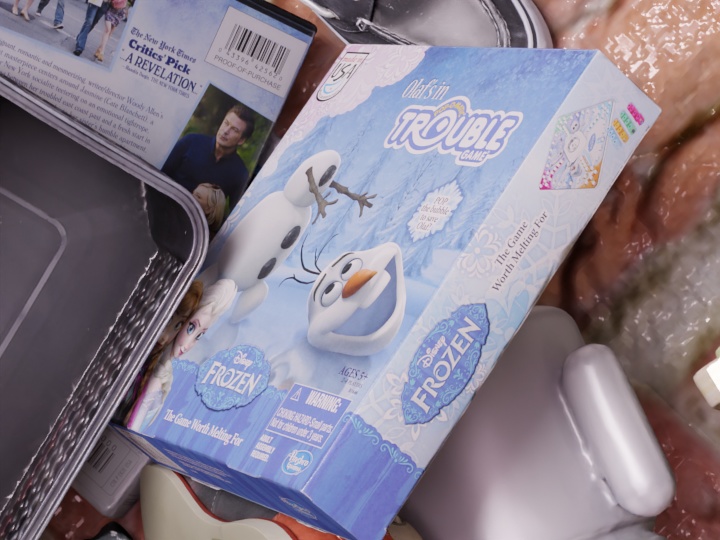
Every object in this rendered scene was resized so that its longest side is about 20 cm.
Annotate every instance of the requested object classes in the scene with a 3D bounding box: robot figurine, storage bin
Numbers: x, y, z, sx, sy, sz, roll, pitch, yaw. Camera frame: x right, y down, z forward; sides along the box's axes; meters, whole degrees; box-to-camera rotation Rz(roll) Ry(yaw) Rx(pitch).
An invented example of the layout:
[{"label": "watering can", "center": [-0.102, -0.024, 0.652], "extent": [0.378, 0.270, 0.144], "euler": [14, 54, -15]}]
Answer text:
[{"label": "robot figurine", "center": [0.059, 0.093, 1.007], "extent": [0.169, 0.113, 0.201], "euler": [-34, 73, 46]}, {"label": "storage bin", "center": [-0.168, 0.024, 1.007], "extent": [0.135, 0.094, 0.200], "euler": [31, 91, -16]}]

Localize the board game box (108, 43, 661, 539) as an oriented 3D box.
[{"label": "board game box", "center": [0.000, 0.000, 0.966], "extent": [0.043, 0.200, 0.199], "euler": [41, 76, -25]}]

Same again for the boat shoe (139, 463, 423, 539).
[{"label": "boat shoe", "center": [-0.040, 0.113, 1.016], "extent": [0.062, 0.200, 0.072], "euler": [-15, 97, -23]}]

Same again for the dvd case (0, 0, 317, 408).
[{"label": "dvd case", "center": [-0.122, -0.046, 1.066], "extent": [0.142, 0.018, 0.201], "euler": [24, 91, -15]}]

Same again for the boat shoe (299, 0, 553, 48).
[{"label": "boat shoe", "center": [-0.003, -0.141, 1.076], "extent": [0.200, 0.068, 0.072], "euler": [42, 96, 17]}]

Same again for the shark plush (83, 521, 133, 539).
[{"label": "shark plush", "center": [-0.180, 0.191, 1.111], "extent": [0.083, 0.091, 0.200], "euler": [45, 76, -3]}]

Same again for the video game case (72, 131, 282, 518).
[{"label": "video game case", "center": [-0.128, -0.019, 1.123], "extent": [0.200, 0.022, 0.183], "euler": [40, 95, 17]}]

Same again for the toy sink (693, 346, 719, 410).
[{"label": "toy sink", "center": [0.209, 0.053, 0.960], "extent": [0.112, 0.130, 0.200], "euler": [-33, 77, 11]}]
